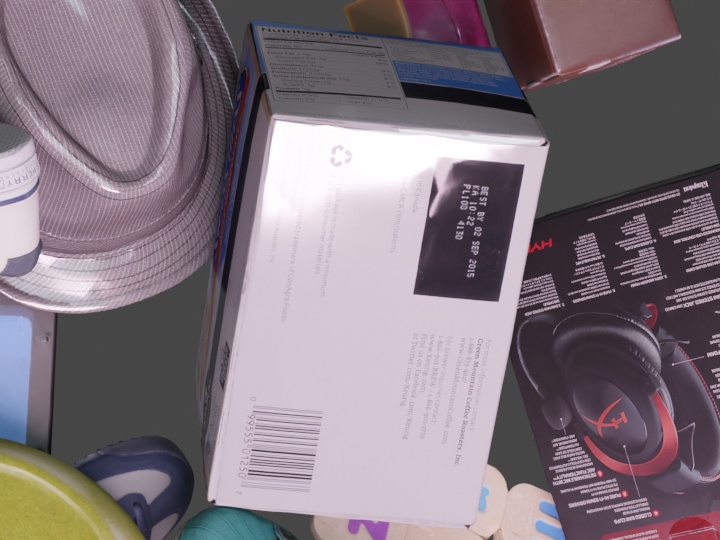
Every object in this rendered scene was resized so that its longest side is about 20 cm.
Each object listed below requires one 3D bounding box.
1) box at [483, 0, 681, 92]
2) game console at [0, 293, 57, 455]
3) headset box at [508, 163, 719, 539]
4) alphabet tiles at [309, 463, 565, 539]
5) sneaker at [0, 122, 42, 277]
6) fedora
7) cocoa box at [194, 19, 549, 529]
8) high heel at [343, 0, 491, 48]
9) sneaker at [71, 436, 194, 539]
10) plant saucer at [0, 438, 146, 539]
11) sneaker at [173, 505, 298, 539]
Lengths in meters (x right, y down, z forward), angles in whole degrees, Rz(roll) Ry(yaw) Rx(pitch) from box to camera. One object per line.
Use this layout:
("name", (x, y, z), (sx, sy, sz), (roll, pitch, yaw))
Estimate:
("box", (0.089, -0.196, 1.419), (0.075, 0.100, 0.201), (-15, 91, -10))
("game console", (-0.233, 0.086, 1.348), (0.116, 0.176, 0.201), (1, 87, 18))
("headset box", (0.160, 0.057, 1.397), (0.148, 0.075, 0.201), (-17, 91, 35))
("alphabet tiles", (0.053, 0.187, 1.393), (0.195, 0.015, 0.201), (24, 55, -15))
("sneaker", (-0.226, -0.041, 1.330), (0.073, 0.199, 0.071), (-24, 120, -41))
("fedora", (-0.132, -0.087, 1.366), (0.176, 0.090, 0.201), (-13, 82, -17))
("cocoa box", (0.000, 0.000, 1.347), (0.133, 0.131, 0.201), (5, 114, -10))
("high heel", (0.018, -0.184, 1.441), (0.067, 0.096, 0.201), (-28, 70, 27))
("sneaker", (-0.143, 0.154, 1.351), (0.200, 0.082, 0.070), (-35, 131, -28))
("plant saucer", (-0.180, 0.155, 1.281), (0.199, 0.031, 0.201), (6, 58, -10))
("sneaker", (0.003, 0.172, 1.313), (0.200, 0.080, 0.071), (41, 52, -2))
